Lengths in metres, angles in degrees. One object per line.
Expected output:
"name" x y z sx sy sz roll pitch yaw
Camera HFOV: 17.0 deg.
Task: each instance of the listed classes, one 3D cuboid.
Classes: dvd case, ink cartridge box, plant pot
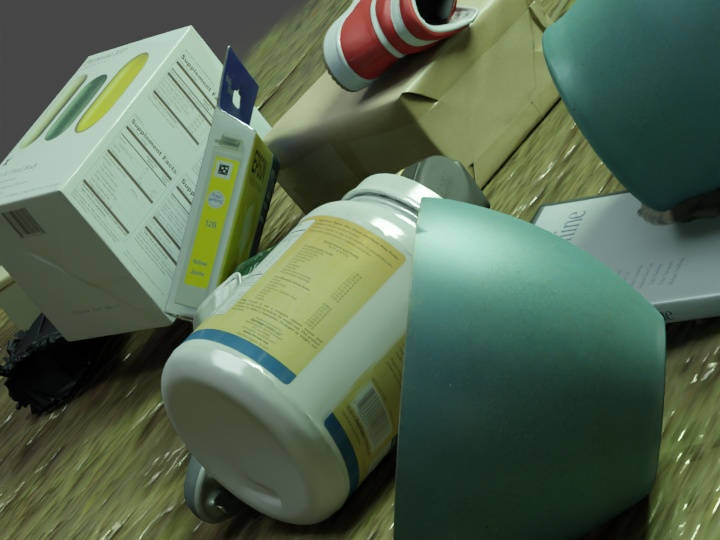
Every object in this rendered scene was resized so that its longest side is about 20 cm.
"dvd case" 0.178 -0.011 1.464 0.199 0.018 0.143 -10 30 30
"ink cartridge box" -0.096 -0.054 1.841 0.198 0.047 0.202 45 -119 -84
"plant pot" 0.219 -0.138 1.441 0.187 0.200 0.200 -35 17 20
"plant pot" 0.091 0.066 1.280 0.134 0.202 0.200 5 26 4

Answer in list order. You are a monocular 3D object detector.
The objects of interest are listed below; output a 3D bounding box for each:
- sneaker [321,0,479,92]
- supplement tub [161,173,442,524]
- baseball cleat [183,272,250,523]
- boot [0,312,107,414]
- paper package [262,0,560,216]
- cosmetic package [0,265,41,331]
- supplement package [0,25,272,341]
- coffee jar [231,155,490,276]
"sneaker" 0.046 -0.226 1.893 0.112 0.071 0.201 -28 26 36
"supplement tub" -0.016 0.048 1.544 0.200 0.145 0.144 -46 20 -28
"baseball cleat" -0.083 0.081 1.647 0.106 0.070 0.201 9 57 38
"boot" -0.228 0.031 2.102 0.198 0.073 0.163 -37 14 24
"paper package" 0.049 -0.136 1.946 0.199 0.104 0.191 -14 29 52
"cosmetic package" -0.243 -0.022 2.262 0.199 0.073 0.104 -29 19 25
"supplement package" -0.191 -0.070 1.987 0.151 0.151 0.200 -10 37 48
"coffee jar" 0.000 0.000 1.727 0.199 0.085 0.105 -29 21 25
